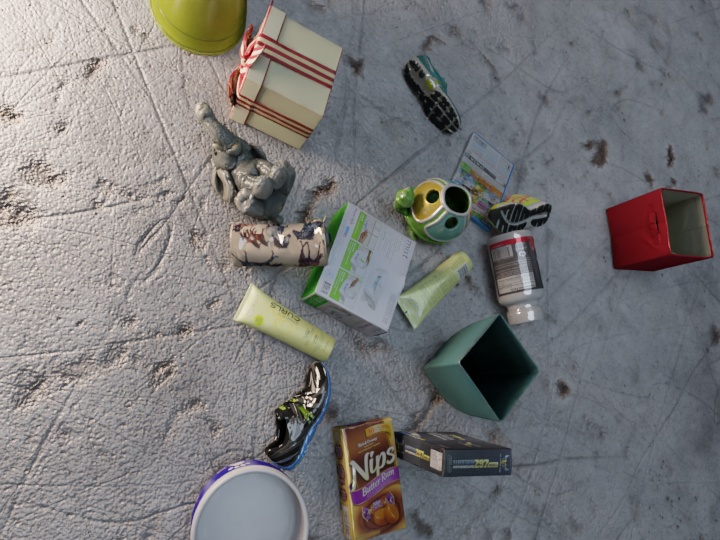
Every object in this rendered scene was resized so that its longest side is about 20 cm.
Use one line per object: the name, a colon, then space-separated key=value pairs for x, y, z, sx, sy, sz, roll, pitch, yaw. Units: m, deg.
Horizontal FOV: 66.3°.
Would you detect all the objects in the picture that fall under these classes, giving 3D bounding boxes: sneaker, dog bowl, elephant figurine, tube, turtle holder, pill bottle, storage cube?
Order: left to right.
elephant figurine: x=-0.225 y=-0.197 z=1.042 sx=0.198 sy=0.158 sz=0.141 roll=39 pitch=26 yaw=15
dog bowl: x=-0.188 y=0.432 z=0.931 sx=0.193 sy=0.078 sz=0.209 roll=2 pitch=84 yaw=-20
tube: x=-0.142 y=0.108 z=1.055 sx=0.196 sy=0.053 sz=0.059 roll=32 pitch=24 yaw=-11
sneaker: x=-0.115 y=0.261 z=1.020 sx=0.082 sy=0.070 sz=0.205 roll=32 pitch=70 yaw=-22
turtle holder: x=0.163 y=-0.146 z=1.206 sx=0.184 sy=0.131 sz=0.143 roll=37 pitch=67 yaw=-14
tube: x=0.164 y=0.034 z=1.210 sx=0.199 sy=0.053 sz=0.057 roll=-40 pitch=55 yaw=-23
sneaker: x=0.185 y=-0.425 z=1.312 sx=0.079 sy=0.077 sz=0.204 roll=-34 pitch=94 yaw=-36
sneaker: x=0.370 y=-0.143 z=1.336 sx=0.195 sy=0.090 sz=0.080 roll=-6 pitch=124 yaw=-35
pill bottle: x=0.364 y=0.018 z=1.278 sx=0.107 sy=0.110 sz=0.208 roll=-6 pitch=82 yaw=-26
storage cube: x=0.795 y=-0.101 z=1.472 sx=0.193 sy=0.179 sz=0.178 roll=2 pitch=78 yaw=-25

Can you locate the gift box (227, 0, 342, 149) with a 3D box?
gift box: x=-0.151 y=-0.385 z=1.075 sx=0.182 sy=0.199 sz=0.191 roll=20 pitch=66 yaw=-18

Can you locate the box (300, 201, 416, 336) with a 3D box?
box: x=0.000 y=0.000 z=1.116 sx=0.173 sy=0.096 sz=0.206 roll=27 pitch=69 yaw=-18

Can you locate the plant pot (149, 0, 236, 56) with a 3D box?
plant pot: x=-0.292 y=-0.555 z=1.042 sx=0.194 sy=0.192 sz=0.209 roll=6 pitch=76 yaw=-24

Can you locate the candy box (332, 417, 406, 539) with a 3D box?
candy box: x=0.015 y=0.398 z=1.062 sx=0.113 sy=0.056 sz=0.208 roll=-4 pitch=79 yaw=-25

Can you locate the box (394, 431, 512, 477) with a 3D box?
box: x=0.172 y=0.351 z=1.065 sx=0.152 sy=0.199 sz=0.053 roll=8 pitch=81 yaw=-22

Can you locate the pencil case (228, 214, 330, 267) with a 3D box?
pencil case: x=-0.152 y=-0.053 z=1.026 sx=0.192 sy=0.078 sz=0.093 roll=-1 pitch=73 yaw=2

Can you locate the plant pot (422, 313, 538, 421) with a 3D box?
plant pot: x=0.223 y=0.200 z=1.122 sx=0.141 sy=0.199 sz=0.143 roll=-41 pitch=97 yaw=-26

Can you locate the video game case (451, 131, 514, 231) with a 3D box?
video game case: x=0.293 y=-0.218 z=1.348 sx=0.141 sy=0.018 sz=0.205 roll=33 pitch=67 yaw=-17
